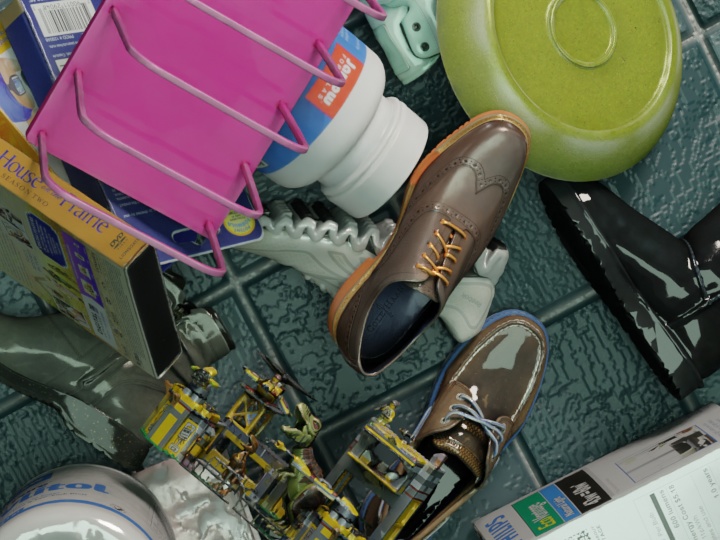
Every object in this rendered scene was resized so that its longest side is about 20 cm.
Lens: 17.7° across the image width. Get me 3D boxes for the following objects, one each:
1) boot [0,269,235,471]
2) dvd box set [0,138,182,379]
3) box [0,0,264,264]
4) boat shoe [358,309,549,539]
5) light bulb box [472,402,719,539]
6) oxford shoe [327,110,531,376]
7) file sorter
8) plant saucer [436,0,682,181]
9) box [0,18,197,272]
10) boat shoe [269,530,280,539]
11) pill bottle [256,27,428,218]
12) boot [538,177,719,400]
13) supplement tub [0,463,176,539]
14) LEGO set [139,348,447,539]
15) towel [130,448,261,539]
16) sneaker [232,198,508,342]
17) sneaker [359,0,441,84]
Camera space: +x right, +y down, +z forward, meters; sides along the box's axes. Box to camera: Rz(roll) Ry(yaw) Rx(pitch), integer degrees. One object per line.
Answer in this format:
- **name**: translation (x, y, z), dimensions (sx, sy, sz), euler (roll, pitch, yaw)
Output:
- **boot**: translation (-0.194, 0.035, 1.594), dimensions (0.200, 0.068, 0.131), euler (36, 83, -12)
- **dvd box set**: translation (-0.206, -0.023, 1.492), dimensions (0.200, 0.147, 0.029), euler (33, 66, 22)
- **box**: translation (-0.151, -0.095, 1.540), dimensions (0.121, 0.032, 0.201), euler (-14, 75, -46)
- **boat shoe**: translation (0.073, 0.119, 1.612), dimensions (0.072, 0.072, 0.200), euler (31, 90, -6)
- **light bulb box**: translation (0.212, 0.228, 1.607), dimensions (0.199, 0.125, 0.199), euler (-25, 96, -3)
- **oxford shoe**: translation (0.054, -0.013, 1.533), dimensions (0.071, 0.073, 0.200), euler (28, 105, -19)
- **file sorter**: translation (-0.094, -0.117, 1.410), dimensions (0.139, 0.125, 0.200), euler (28, 103, -18)
- **plant saucer**: translation (0.145, -0.162, 1.579), dimensions (0.199, 0.031, 0.201), euler (7, 75, -27)
- **box**: translation (-0.183, -0.087, 1.558), dimensions (0.200, 0.041, 0.119), euler (49, 44, -5)
- **boat shoe**: translation (0.018, 0.241, 1.615), dimensions (0.199, 0.076, 0.061), euler (26, 85, -6)
- **pill bottle**: translation (-0.054, -0.126, 1.541), dimensions (0.200, 0.112, 0.112), euler (36, 90, -20)
- **boot**: translation (0.240, -0.024, 1.621), dimensions (0.162, 0.073, 0.199), euler (-36, 94, -5)
- **supplement tub**: translation (-0.184, 0.201, 1.498), dimensions (0.131, 0.200, 0.133), euler (0, 94, -5)
- **LEGO set**: translation (-0.035, 0.115, 1.529), dimensions (0.200, 0.154, 0.116), euler (38, 92, 28)
- **towel**: translation (-0.155, 0.243, 1.620), dimensions (0.199, 0.032, 0.192), euler (-22, 95, -5)
- **sneaker**: translation (0.000, 0.000, 1.603), dimensions (0.199, 0.075, 0.081), euler (11, 102, -5)
- **sneaker**: translation (-0.003, -0.184, 1.582), dimensions (0.200, 0.074, 0.119), euler (-8, 88, -7)
